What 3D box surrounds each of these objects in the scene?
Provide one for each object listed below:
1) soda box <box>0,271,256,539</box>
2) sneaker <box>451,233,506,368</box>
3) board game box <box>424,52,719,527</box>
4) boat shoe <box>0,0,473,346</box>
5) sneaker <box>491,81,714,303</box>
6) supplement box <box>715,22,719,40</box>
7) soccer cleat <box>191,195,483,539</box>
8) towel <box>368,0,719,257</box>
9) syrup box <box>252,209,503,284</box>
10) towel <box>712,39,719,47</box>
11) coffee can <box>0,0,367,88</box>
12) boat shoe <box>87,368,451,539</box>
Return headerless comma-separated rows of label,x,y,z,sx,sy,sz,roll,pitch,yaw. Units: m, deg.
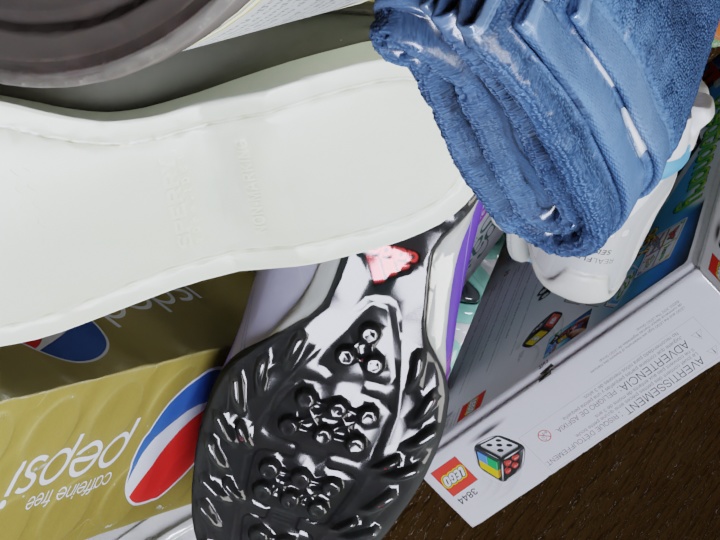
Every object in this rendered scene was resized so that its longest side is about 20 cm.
soda box,-0.093,0.037,0.806,0.200,0.064,0.068,-11,133,-63
sneaker,0.006,0.044,1.152,0.200,0.078,0.140,-51,165,13
board game box,0.093,-0.003,0.981,0.126,0.035,0.200,-37,-167,28
boat shoe,-0.070,-0.030,0.720,0.201,0.060,0.072,-10,121,-6
sneaker,0.066,-0.050,0.936,0.200,0.075,0.087,-88,-169,-68
supplement box,0.164,-0.109,0.839,0.200,0.069,0.067,-38,155,-60
soccer cleat,0.000,0.000,0.815,0.073,0.068,0.200,-87,-168,-72
towel,0.064,-0.110,0.615,0.112,0.048,0.200,52,52,-57
syrup box,-0.011,-0.038,0.944,0.079,0.081,0.200,-52,160,-9
towel,0.149,-0.137,0.903,0.149,0.031,0.200,-61,162,11
coffee can,-0.025,-0.129,0.649,0.200,0.146,0.147,-23,143,-59
boat shoe,-0.048,0.092,0.940,0.202,0.086,0.075,-27,160,-8
